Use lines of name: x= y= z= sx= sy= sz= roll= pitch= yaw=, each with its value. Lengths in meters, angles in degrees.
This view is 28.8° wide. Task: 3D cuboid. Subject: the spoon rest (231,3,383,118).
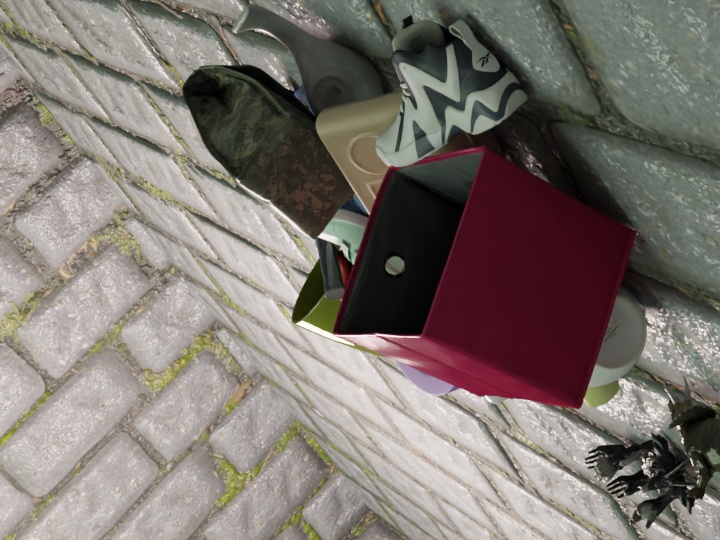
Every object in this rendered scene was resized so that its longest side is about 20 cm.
spoon rest: x=-0.056 y=-0.240 z=1.639 sx=0.200 sy=0.100 sz=0.061 roll=41 pitch=-149 yaw=4

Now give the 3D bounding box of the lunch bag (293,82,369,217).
lunch bag: x=-0.010 y=-0.171 z=1.735 sx=0.201 sy=0.094 sz=0.150 roll=61 pitch=163 yaw=-3

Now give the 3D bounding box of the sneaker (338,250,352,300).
sneaker: x=-0.007 y=-0.051 z=1.888 sx=0.077 sy=0.084 sz=0.202 roll=-9 pitch=88 yaw=64

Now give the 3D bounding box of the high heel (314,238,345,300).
high heel: x=0.035 y=-0.051 z=1.816 sx=0.072 sy=0.198 sz=0.144 roll=65 pitch=-167 yaw=-60

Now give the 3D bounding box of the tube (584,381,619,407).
tube: x=0.249 y=0.080 z=1.736 sx=0.058 sy=0.052 sz=0.201 roll=-21 pitch=113 yaw=37

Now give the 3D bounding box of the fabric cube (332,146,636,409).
fabric cube: x=0.123 y=0.011 z=1.429 sx=0.198 sy=0.198 sz=0.200 roll=24 pitch=168 yaw=-25

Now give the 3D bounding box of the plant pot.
plant pot: x=0.031 y=0.049 z=2.058 sx=0.199 sy=0.188 sz=0.187 roll=33 pitch=169 yaw=-13

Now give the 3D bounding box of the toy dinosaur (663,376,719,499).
toy dinosaur: x=0.409 y=0.199 z=1.535 sx=0.199 sy=0.077 sz=0.103 roll=17 pitch=118 yaw=37

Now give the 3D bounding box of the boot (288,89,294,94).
boot: x=-0.116 y=-0.187 z=1.970 sx=0.168 sy=0.077 sz=0.200 roll=23 pitch=160 yaw=49

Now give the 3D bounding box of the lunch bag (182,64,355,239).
lunch bag: x=-0.110 y=-0.156 z=1.654 sx=0.164 sy=0.118 sz=0.200 roll=38 pitch=-174 yaw=-47

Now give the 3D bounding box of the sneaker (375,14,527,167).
sneaker: x=0.062 y=-0.187 z=1.398 sx=0.199 sy=0.079 sz=0.130 roll=-15 pitch=111 yaw=56

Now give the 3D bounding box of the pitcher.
pitcher: x=0.222 y=0.086 z=1.564 sx=0.121 sy=0.172 sz=0.200 roll=42 pitch=168 yaw=-11

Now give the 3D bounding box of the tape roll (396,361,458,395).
tape roll: x=0.102 y=0.064 z=1.897 sx=0.200 sy=0.065 sz=0.202 roll=38 pitch=137 yaw=46

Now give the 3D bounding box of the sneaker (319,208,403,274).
sneaker: x=0.000 y=0.000 z=1.718 sx=0.199 sy=0.119 sz=0.074 roll=21 pitch=171 yaw=20

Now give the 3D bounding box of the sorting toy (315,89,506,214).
sorting toy: x=0.070 y=-0.119 z=1.543 sx=0.184 sy=0.037 sz=0.201 roll=-10 pitch=132 yaw=25

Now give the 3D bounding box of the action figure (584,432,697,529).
action figure: x=0.367 y=0.277 z=1.840 sx=0.119 sy=0.102 sz=0.200 roll=58 pitch=167 yaw=-3
